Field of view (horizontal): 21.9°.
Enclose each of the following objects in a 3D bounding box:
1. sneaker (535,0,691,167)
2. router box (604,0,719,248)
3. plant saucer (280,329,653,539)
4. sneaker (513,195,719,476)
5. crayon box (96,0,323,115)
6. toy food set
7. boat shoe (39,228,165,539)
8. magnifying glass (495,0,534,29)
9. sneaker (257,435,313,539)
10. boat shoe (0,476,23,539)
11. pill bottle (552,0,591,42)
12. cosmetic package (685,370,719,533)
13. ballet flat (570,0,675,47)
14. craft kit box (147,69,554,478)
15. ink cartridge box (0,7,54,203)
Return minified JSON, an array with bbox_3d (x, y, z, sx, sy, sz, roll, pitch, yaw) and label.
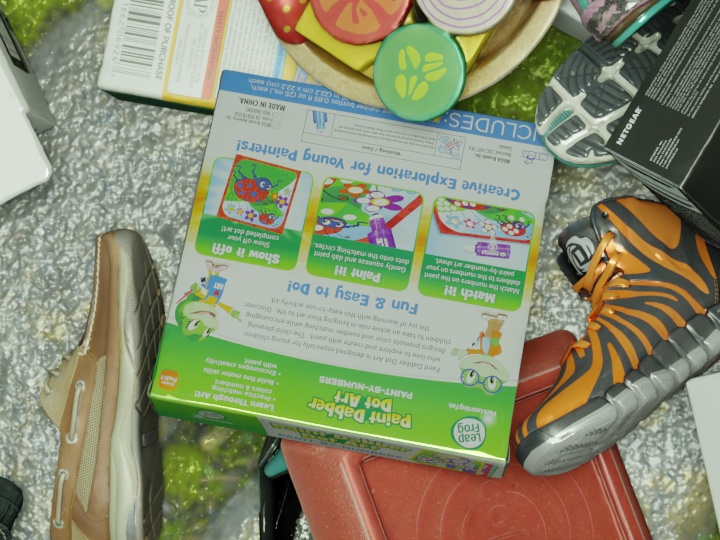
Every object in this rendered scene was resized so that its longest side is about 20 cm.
[{"bbox_3d":[0.184,-0.109,1.054,0.199,0.080,0.078,-31,68,-20],"label":"sneaker"},{"bbox_3d":[0.224,-0.114,0.977,0.052,0.157,0.201,31,90,33],"label":"router box"},{"bbox_3d":[0.079,0.153,1.059,0.199,0.037,0.201,-18,85,-22],"label":"plant saucer"},{"bbox_3d":[0.136,0.031,1.058,0.199,0.078,0.112,-31,74,-36],"label":"sneaker"},{"bbox_3d":[-0.048,-0.151,1.123,0.198,0.052,0.127,11,89,8],"label":"crayon box"},{"bbox_3d":[0.028,-0.187,1.019,0.197,0.049,0.201,34,103,15],"label":"toy food set"},{"bbox_3d":[-0.158,0.075,1.114,0.071,0.076,0.202,1,85,8],"label":"boat shoe"},{"bbox_3d":[0.013,-0.176,1.060,0.199,0.022,0.080,4,94,21],"label":"magnifying glass"},{"bbox_3d":[-0.018,0.091,1.091,0.071,0.080,0.202,8,88,7],"label":"sneaker"},{"bbox_3d":[-0.298,0.145,1.133,0.198,0.076,0.061,9,50,16],"label":"boat shoe"},{"bbox_3d":[0.165,-0.232,1.072,0.112,0.112,0.201,30,93,7],"label":"pill bottle"},{"bbox_3d":[0.263,0.143,1.034,0.081,0.112,0.202,-15,87,50],"label":"cosmetic package"},{"bbox_3d":[0.180,-0.182,0.987,0.199,0.069,0.071,-29,85,-34],"label":"ballet flat"},{"bbox_3d":[0.000,0.000,1.036,0.198,0.049,0.199,11,69,4],"label":"craft kit box"},{"bbox_3d":[-0.267,-0.119,1.130,0.115,0.068,0.201,-26,84,5],"label":"ink cartridge box"}]
